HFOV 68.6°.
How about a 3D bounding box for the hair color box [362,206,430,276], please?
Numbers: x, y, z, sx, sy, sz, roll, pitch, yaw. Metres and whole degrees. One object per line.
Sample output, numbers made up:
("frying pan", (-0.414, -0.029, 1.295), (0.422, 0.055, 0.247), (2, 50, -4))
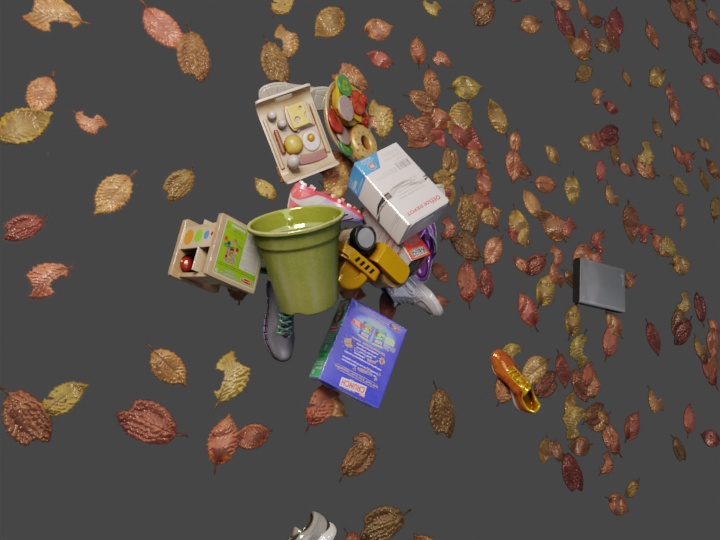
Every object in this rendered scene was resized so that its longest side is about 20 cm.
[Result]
("hair color box", (0.083, -0.089, 1.299), (0.060, 0.102, 0.203), (-18, 68, -26))

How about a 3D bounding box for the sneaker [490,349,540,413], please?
("sneaker", (0.427, 0.297, 1.440), (0.073, 0.077, 0.202), (-38, 96, -24))

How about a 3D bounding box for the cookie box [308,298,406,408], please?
("cookie box", (-0.004, 0.197, 1.255), (0.169, 0.075, 0.203), (30, 69, -18))

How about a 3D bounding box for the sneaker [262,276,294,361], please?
("sneaker", (-0.178, 0.101, 1.183), (0.073, 0.087, 0.205), (-3, 82, -25))

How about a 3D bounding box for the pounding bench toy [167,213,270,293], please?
("pounding bench toy", (-0.281, -0.017, 1.131), (0.199, 0.154, 0.127), (29, 66, -47))

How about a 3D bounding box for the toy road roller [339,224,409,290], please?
("toy road roller", (0.000, 0.000, 1.210), (0.199, 0.122, 0.148), (39, 70, -24))

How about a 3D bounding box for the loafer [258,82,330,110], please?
("loafer", (-0.161, -0.429, 1.311), (0.196, 0.063, 0.073), (-6, 116, -23))

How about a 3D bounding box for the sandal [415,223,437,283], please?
("sandal", (0.173, -0.067, 1.400), (0.081, 0.050, 0.208), (8, 77, -24))

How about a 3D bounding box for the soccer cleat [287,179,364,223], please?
("soccer cleat", (-0.084, -0.151, 1.295), (0.197, 0.067, 0.078), (22, 103, -26))

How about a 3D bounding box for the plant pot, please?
("plant pot", (-0.118, -0.017, 1.079), (0.197, 0.199, 0.188), (-17, 111, -26))

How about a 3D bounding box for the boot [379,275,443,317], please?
("boot", (0.117, 0.065, 1.346), (0.096, 0.074, 0.200), (-43, 91, -19))

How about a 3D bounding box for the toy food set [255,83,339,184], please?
("toy food set", (-0.149, -0.326, 1.261), (0.141, 0.060, 0.204), (-23, 100, -13))

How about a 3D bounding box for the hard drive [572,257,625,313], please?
("hard drive", (0.752, 0.049, 1.662), (0.196, 0.033, 0.143), (12, 76, -23))

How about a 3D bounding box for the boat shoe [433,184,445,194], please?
("boat shoe", (0.144, -0.216, 1.400), (0.198, 0.074, 0.088), (-3, 82, -28))

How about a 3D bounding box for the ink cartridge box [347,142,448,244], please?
("ink cartridge box", (0.087, -0.182, 1.242), (0.143, 0.085, 0.201), (-31, 72, -31))

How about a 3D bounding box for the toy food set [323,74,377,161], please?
("toy food set", (-0.025, -0.376, 1.320), (0.196, 0.048, 0.205), (12, 75, -54))

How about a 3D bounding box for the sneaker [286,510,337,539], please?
("sneaker", (-0.140, 0.607, 1.126), (0.080, 0.074, 0.200), (47, 59, 0))
